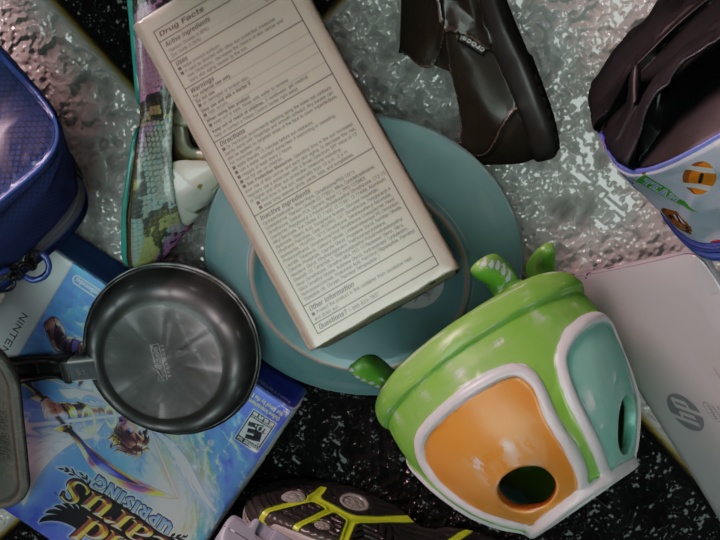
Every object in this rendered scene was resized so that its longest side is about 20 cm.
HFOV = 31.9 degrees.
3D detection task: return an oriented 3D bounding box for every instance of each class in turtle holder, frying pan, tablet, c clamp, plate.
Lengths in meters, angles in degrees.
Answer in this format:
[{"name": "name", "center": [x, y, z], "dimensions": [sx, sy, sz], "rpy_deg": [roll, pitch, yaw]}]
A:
[{"name": "turtle holder", "center": [0.090, 0.078, 0.718], "dimensions": [0.141, 0.186, 0.132], "rpy_deg": [-35, 74, 0]}, {"name": "frying pan", "center": [-0.156, 0.044, 0.785], "dimensions": [0.189, 0.031, 0.116], "rpy_deg": [13, 108, 1]}, {"name": "tablet", "center": [0.208, 0.080, 0.742], "dimensions": [0.014, 0.130, 0.201], "rpy_deg": [-36, 98, -23]}, {"name": "c clamp", "center": [-0.288, 0.090, 0.795], "dimensions": [0.170, 0.027, 0.201], "rpy_deg": [22, 132, 5]}, {"name": "plate", "center": [0.000, 0.000, 0.770], "dimensions": [0.199, 0.026, 0.201], "rpy_deg": [3, 119, 5]}]

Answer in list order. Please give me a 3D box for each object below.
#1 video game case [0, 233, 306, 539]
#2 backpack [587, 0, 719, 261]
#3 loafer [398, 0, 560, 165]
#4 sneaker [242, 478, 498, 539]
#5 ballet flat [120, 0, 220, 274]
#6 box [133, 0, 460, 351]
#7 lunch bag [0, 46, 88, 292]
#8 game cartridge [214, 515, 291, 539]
[{"name": "video game case", "center": [-0.167, 0.100, 0.839], "dimensions": [0.199, 0.045, 0.182], "rpy_deg": [34, 108, -1]}, {"name": "backpack", "center": [0.223, -0.098, 0.663], "dimensions": [0.190, 0.200, 0.154], "rpy_deg": [-32, 111, 18]}, {"name": "loafer", "center": [0.051, -0.146, 0.724], "dimensions": [0.071, 0.073, 0.201], "rpy_deg": [-21, 100, 12]}, {"name": "sneaker", "center": [0.013, 0.199, 0.822], "dimensions": [0.199, 0.075, 0.077], "rpy_deg": [21, 113, 8]}, {"name": "ballet flat", "center": [-0.109, -0.093, 0.771], "dimensions": [0.071, 0.069, 0.201], "rpy_deg": [4, 101, 4]}, {"name": "box", "center": [-0.032, -0.065, 0.690], "dimensions": [0.095, 0.078, 0.201], "rpy_deg": [-28, 86, 4]}, {"name": "lunch bag", "center": [-0.253, -0.069, 0.744], "dimensions": [0.136, 0.132, 0.200], "rpy_deg": [-39, 81, -12]}, {"name": "game cartridge", "center": [-0.015, 0.235, 0.815], "dimensions": [0.199, 0.133, 0.041], "rpy_deg": [31, 62, 1]}]
